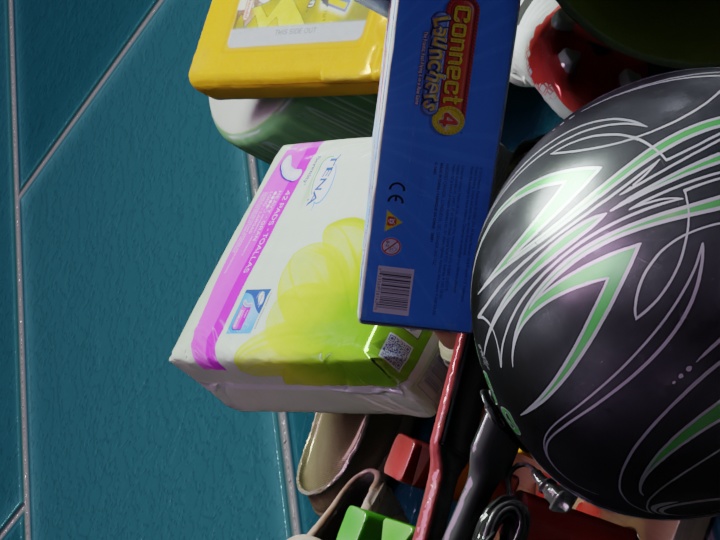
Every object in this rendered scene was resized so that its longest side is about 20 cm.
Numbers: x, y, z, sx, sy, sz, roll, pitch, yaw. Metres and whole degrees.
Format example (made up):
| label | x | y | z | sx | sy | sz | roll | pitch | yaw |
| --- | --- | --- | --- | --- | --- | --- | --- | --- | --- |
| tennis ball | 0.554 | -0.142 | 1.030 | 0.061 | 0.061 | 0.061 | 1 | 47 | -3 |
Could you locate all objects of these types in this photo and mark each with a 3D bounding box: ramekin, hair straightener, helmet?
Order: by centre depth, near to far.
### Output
| label | x | y | z | sx | sy | sz | roll | pitch | yaw |
| --- | --- | --- | --- | --- | --- | --- | --- | --- | --- |
| helmet | 0.148 | 0.005 | 1.255 | 0.191 | 0.199 | 0.201 | 95 | 178 | -57 |
| hair straightener | 0.061 | 0.108 | 1.343 | 0.077 | 0.041 | 0.201 | 8 | 69 | 32 |
| ramekin | -0.013 | -0.148 | 1.799 | 0.200 | 0.097 | 0.201 | -41 | 38 | 42 |

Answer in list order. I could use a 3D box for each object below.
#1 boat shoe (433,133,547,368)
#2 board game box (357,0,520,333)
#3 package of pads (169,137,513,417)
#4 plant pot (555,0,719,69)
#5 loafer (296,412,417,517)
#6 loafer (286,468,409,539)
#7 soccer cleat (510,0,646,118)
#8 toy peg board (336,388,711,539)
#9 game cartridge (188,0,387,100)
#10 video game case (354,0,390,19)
| label | x | y | z | sx | sy | sz | roll | pitch | yaw |
| --- | --- | --- | --- | --- | --- | --- | --- | --- | --- |
| boat shoe | 0.107 | -0.032 | 1.438 | 0.200 | 0.074 | 0.076 | -43 | 24 | -19 |
| board game box | 0.040 | -0.106 | 1.346 | 0.196 | 0.056 | 0.201 | -84 | 1 | -59 |
| package of pads | 0.000 | 0.000 | 1.549 | 0.200 | 0.068 | 0.155 | -1 | 55 | 53 |
| plant pot | 0.163 | -0.224 | 1.464 | 0.188 | 0.187 | 0.200 | -60 | 15 | 17 |
| loafer | 0.002 | 0.048 | 1.663 | 0.076 | 0.067 | 0.201 | 15 | 84 | 65 |
| loafer | -0.027 | 0.163 | 1.517 | 0.072 | 0.200 | 0.063 | -15 | 97 | 26 |
| soccer cleat | 0.110 | -0.126 | 1.581 | 0.200 | 0.068 | 0.085 | -101 | 32 | -51 |
| toy peg board | 0.086 | 0.100 | 1.438 | 0.200 | 0.098 | 0.200 | 20 | 89 | 63 |
| game cartridge | -0.005 | -0.188 | 1.685 | 0.199 | 0.032 | 0.177 | 0 | 67 | 46 |
| video game case | 0.029 | -0.222 | 1.422 | 0.023 | 0.200 | 0.182 | 25 | 93 | 27 |
